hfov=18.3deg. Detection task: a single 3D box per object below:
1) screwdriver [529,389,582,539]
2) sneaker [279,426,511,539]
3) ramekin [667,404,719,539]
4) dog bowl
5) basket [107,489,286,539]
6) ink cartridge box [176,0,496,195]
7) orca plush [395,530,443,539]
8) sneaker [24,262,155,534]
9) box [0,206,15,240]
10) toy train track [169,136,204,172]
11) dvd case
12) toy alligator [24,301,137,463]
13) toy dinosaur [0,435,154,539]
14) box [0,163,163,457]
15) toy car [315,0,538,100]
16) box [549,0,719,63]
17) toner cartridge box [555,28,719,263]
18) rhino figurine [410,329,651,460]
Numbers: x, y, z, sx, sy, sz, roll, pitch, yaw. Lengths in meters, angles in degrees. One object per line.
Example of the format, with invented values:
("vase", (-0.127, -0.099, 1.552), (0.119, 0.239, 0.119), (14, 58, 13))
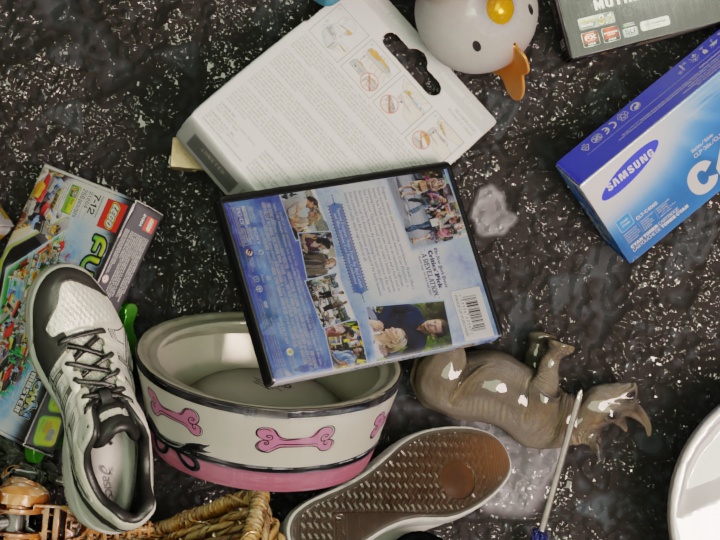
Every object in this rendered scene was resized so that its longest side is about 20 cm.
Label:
("screwdriver", (0.140, 0.184, 1.715), (0.028, 0.029, 0.201), (27, 115, 38))
("sneaker", (0.018, 0.175, 1.726), (0.199, 0.085, 0.073), (-19, 82, -23))
("ramekin", (0.327, 0.182, 1.715), (0.201, 0.094, 0.203), (0, 91, -2))
("dog bowl", (-0.071, 0.098, 1.661), (0.199, 0.200, 0.074), (5, 108, -2))
("basket", (-0.148, 0.265, 1.641), (0.199, 0.143, 0.150), (-20, 91, 34))
("ink cartridge box", (-0.017, -0.106, 1.717), (0.163, 0.057, 0.200), (48, 58, -1))
("orca plush", (0.095, 0.263, 1.704), (0.071, 0.105, 0.200), (-43, 102, -20))
("sneaker", (-0.183, 0.091, 1.607), (0.075, 0.088, 0.201), (-17, 96, -23))
("box", (-0.375, -0.019, 1.689), (0.200, 0.101, 0.113), (-35, 91, -2))
("toy train track", (-0.048, -0.079, 1.738), (0.199, 0.033, 0.115), (6, 83, -8))
("dvd case", (0.000, 0.000, 1.645), (0.199, 0.018, 0.143), (-10, 76, -29))
("toy alligator", (-0.194, 0.066, 1.723), (0.054, 0.059, 0.201), (38, 69, -36))
("toy dinosaur", (-0.263, 0.189, 1.676), (0.199, 0.136, 0.102), (27, 88, -2))
("box", (-0.235, 0.028, 1.691), (0.110, 0.035, 0.201), (20, 83, 39))
("toy car", (0.081, -0.217, 1.682), (0.184, 0.177, 0.200), (-37, 104, -13))
("box", (0.237, -0.261, 1.736), (0.199, 0.048, 0.159), (-13, 91, -2))
("toner cartridge box", (0.254, -0.105, 1.717), (0.200, 0.043, 0.095), (-40, 127, -1))
("rhino figurine", (0.131, 0.091, 1.727), (0.199, 0.060, 0.088), (20, 95, -4))
